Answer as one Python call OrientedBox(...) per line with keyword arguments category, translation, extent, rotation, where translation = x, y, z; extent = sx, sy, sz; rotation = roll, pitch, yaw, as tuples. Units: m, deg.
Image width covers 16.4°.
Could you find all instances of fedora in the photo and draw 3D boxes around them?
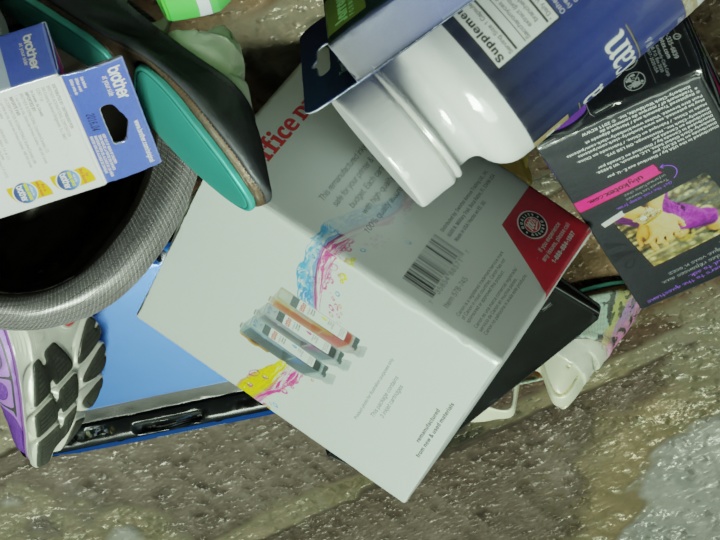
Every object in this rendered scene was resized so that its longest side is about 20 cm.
OrientedBox(category="fedora", translation=(-0.176, -0.061, 1.406), extent=(0.177, 0.200, 0.090), rotation=(26, 179, 5))

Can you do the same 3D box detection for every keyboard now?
OrientedBox(category="keyboard", translation=(0.053, 0.063, 1.654), extent=(0.200, 0.021, 0.127), rotation=(-40, 140, 18))

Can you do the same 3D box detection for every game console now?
OrientedBox(category="game console", translation=(-0.133, 0.049, 1.653), extent=(0.199, 0.119, 0.171), rotation=(-11, 176, 5))

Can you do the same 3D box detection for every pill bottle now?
OrientedBox(category="pill bottle", translation=(0.084, -0.129, 1.369), extent=(0.200, 0.111, 0.111), rotation=(-41, 142, 0))

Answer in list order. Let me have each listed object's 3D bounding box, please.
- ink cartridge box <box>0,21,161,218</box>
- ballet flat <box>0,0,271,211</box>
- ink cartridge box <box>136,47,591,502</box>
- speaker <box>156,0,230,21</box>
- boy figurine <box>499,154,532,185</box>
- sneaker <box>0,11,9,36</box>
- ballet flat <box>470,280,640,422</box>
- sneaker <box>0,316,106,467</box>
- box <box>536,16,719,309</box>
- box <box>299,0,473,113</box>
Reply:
OrientedBox(category="ink cartridge box", translation=(-0.211, -0.065, 1.298), extent=(0.199, 0.042, 0.119), rotation=(-16, 153, 0))
OrientedBox(category="ballet flat", translation=(-0.107, -0.117, 1.325), extent=(0.073, 0.200, 0.073), rotation=(-47, 168, -13))
OrientedBox(category="ink cartridge box", translation=(0.000, 0.000, 1.464), extent=(0.200, 0.145, 0.145), rotation=(35, 135, 4))
OrientedBox(category="speaker", translation=(-0.023, -0.202, 1.282), extent=(0.200, 0.089, 0.089), rotation=(-25, 145, -4))
OrientedBox(category="boy figurine", translation=(0.046, -0.031, 1.583), extent=(0.124, 0.065, 0.200), rotation=(18, 137, -34))
OrientedBox(category="sneaker", translation=(-0.240, -0.131, 1.282), extent=(0.078, 0.100, 0.200), rotation=(-15, 131, 12))
OrientedBox(category="ballet flat", translation=(0.106, 0.067, 1.730), extent=(0.199, 0.071, 0.069), rotation=(-15, 146, 0))
OrientedBox(category="sneaker", translation=(-0.216, 0.032, 1.552), extent=(0.083, 0.081, 0.200), rotation=(14, 132, 29))
OrientedBox(category="box", translation=(0.169, -0.087, 1.498), extent=(0.106, 0.122, 0.200), rotation=(-24, 144, 11))
OrientedBox(category="box", translation=(0.041, -0.169, 1.322), extent=(0.200, 0.121, 0.032), rotation=(-36, 114, 14))
